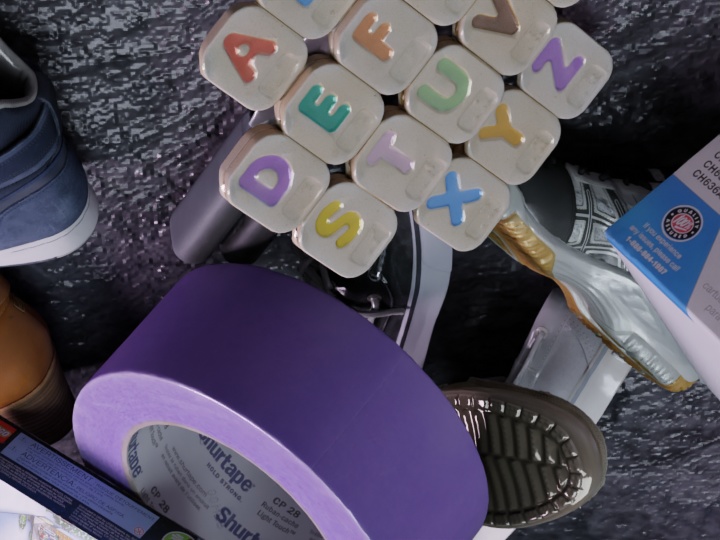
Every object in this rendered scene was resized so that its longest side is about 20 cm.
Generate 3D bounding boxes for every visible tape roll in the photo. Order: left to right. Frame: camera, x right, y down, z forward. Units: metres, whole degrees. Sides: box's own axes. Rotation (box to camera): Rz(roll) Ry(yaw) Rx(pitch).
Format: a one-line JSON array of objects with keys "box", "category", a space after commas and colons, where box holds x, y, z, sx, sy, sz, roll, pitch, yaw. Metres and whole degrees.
[{"box": [-0.041, 0.098, 1.427, 0.200, 0.085, 0.200, 28, 147, 21], "category": "tape roll"}]

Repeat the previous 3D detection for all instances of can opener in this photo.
[{"box": [-0.039, -0.074, 1.365, 0.053, 0.067, 0.200, 3, 151, -26], "category": "can opener"}]

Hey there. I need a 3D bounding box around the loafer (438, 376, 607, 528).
[{"box": [0.057, 0.089, 1.477, 0.068, 0.076, 0.200, -19, -168, -42], "category": "loafer"}]

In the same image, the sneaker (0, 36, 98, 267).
[{"box": [-0.234, -0.048, 1.336, 0.202, 0.077, 0.146, -15, 150, -3], "category": "sneaker"}]

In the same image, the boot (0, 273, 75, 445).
[{"box": [-0.257, 0.058, 1.466, 0.200, 0.077, 0.155, -16, 140, 8], "category": "boot"}]

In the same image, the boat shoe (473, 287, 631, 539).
[{"box": [0.084, 0.084, 1.545, 0.068, 0.072, 0.200, 35, 139, 4], "category": "boat shoe"}]

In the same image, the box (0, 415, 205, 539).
[{"box": [-0.160, 0.184, 1.504, 0.136, 0.038, 0.200, 30, 135, 13], "category": "box"}]

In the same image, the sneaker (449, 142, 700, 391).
[{"box": [0.116, -0.030, 1.421, 0.200, 0.076, 0.088, 42, 87, -26], "category": "sneaker"}]

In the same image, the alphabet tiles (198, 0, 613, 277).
[{"box": [0.026, -0.093, 1.292, 0.196, 0.015, 0.200, 34, 96, -39], "category": "alphabet tiles"}]

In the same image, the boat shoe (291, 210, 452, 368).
[{"box": [-0.001, -0.002, 1.427, 0.068, 0.074, 0.199, -11, 150, -15], "category": "boat shoe"}]

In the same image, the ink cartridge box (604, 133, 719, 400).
[{"box": [0.252, -0.007, 1.336, 0.200, 0.147, 0.145, -40, 134, -2], "category": "ink cartridge box"}]
